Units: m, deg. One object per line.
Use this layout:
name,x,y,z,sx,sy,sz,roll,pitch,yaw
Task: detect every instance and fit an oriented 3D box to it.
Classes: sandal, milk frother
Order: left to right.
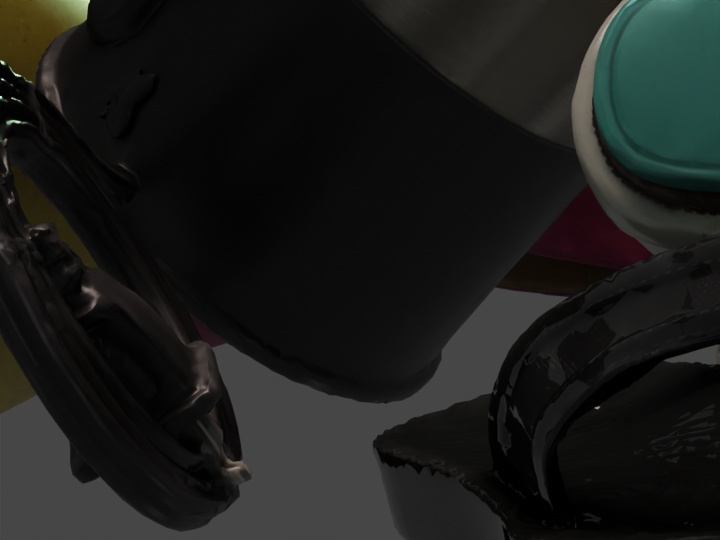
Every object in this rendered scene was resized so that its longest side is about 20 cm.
milk frother,0.014,-0.060,0.604,0.180,0.200,0.188,27,-62,-32
sandal,0.047,0.018,0.425,0.075,0.048,0.200,-15,4,-20

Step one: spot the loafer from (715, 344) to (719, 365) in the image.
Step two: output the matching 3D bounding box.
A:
loafer,0.102,-0.020,0.592,0.076,0.068,0.200,-13,5,9

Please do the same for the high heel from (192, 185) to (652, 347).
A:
high heel,0.000,0.000,0.819,0.067,0.096,0.200,21,-42,-38

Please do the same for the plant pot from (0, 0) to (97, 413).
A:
plant pot,-0.134,-0.031,0.807,0.142,0.201,0.200,6,-6,-33

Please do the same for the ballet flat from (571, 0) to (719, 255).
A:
ballet flat,0.133,-0.016,0.455,0.199,0.070,0.069,3,11,19
